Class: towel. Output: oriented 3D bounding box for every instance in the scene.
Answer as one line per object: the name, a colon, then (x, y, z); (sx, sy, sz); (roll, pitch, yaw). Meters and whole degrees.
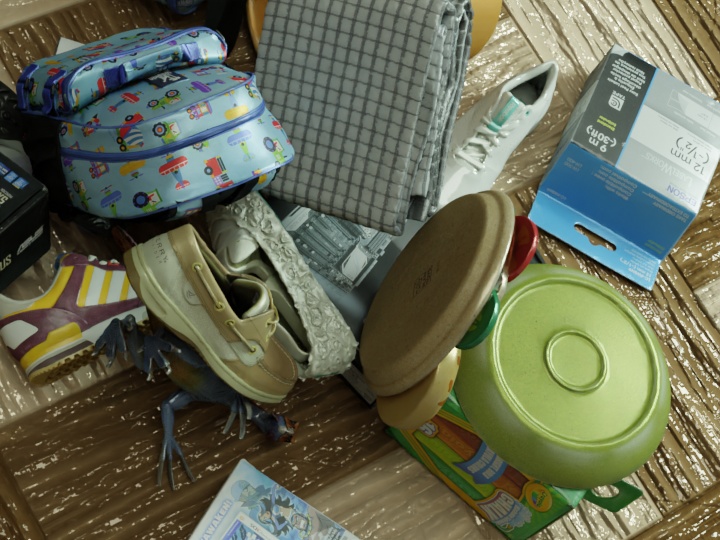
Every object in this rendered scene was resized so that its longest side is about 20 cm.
towel: (-0.001, -0.144, 1.377); (0.165, 0.200, 0.086); (17, 17, 22)

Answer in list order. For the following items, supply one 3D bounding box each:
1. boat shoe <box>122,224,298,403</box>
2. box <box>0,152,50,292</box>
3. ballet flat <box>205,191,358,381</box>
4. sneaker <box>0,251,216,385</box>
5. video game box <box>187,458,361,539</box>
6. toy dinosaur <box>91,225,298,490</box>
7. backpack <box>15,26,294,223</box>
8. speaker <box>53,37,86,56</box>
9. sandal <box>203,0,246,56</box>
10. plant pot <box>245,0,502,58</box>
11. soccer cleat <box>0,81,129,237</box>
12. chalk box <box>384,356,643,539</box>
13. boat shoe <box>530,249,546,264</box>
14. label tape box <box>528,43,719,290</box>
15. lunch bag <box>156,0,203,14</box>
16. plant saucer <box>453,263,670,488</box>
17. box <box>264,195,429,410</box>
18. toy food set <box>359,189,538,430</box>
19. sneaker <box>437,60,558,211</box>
boat shoe: (-0.098, 0.035, 1.268); (0.066, 0.200, 0.074); (-33, 47, 12)
box: (-0.373, -0.048, 1.310); (0.200, 0.086, 0.164); (37, 59, 15)
ballet flat: (-0.077, 0.006, 1.366); (0.072, 0.072, 0.200); (-33, 81, -29)
sneaker: (-0.206, 0.013, 1.370); (0.200, 0.075, 0.090); (-28, 83, -29)
video game box: (-0.074, 0.281, 1.308); (0.182, 0.047, 0.200); (36, 59, -3)
toy dinosaur: (-0.117, 0.077, 1.329); (0.181, 0.105, 0.200); (18, 74, -54)
backpack: (-0.157, -0.112, 1.293); (0.182, 0.200, 0.135); (-21, 109, -26)
speaker: (-0.178, -0.137, 1.449); (0.200, 0.081, 0.081); (17, 61, -12)
sandal: (-0.099, -0.277, 1.488); (0.045, 0.200, 0.075); (21, 24, 18)
plant pot: (0.023, -0.260, 1.527); (0.183, 0.200, 0.200); (-1, 65, -38)
soccer cleat: (-0.282, -0.096, 1.406); (0.200, 0.073, 0.068); (38, 59, -19)
chalk box: (0.146, 0.142, 1.406); (0.200, 0.125, 0.124); (41, 59, 4)
boat shoe: (0.176, 0.054, 1.492); (0.057, 0.069, 0.200); (-24, 73, -28)
label tape box: (0.263, -0.102, 1.597); (0.143, 0.066, 0.200); (29, 58, -4)
lunch bag: (-0.139, -0.345, 1.509); (0.082, 0.161, 0.200); (30, 58, 14)
plant saucer: (0.171, 0.079, 1.357); (0.200, 0.031, 0.200); (8, 63, -16)
box: (0.000, 0.000, 1.463); (0.200, 0.050, 0.158); (47, 61, 7)
toy food set: (0.069, 0.021, 1.336); (0.049, 0.198, 0.200); (33, 20, -17)
sneaker: (0.120, -0.129, 1.545); (0.075, 0.088, 0.200); (39, 60, 0)
